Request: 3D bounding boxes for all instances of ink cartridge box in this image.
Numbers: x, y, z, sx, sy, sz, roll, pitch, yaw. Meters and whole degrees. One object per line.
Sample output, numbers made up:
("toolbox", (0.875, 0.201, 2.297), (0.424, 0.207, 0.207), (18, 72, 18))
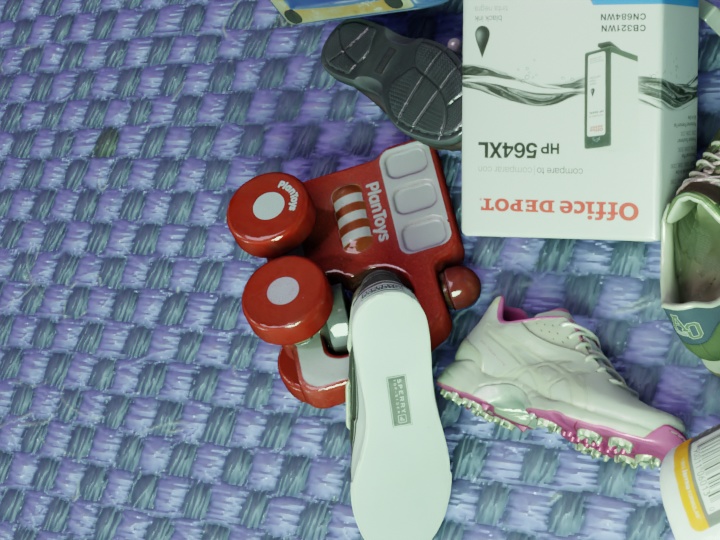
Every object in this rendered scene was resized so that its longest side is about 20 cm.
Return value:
("ink cartridge box", (0.148, -0.121, 1.213), (0.145, 0.084, 0.202), (2, 95, 26))

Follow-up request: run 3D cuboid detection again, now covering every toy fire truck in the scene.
("toy fire truck", (0.000, 0.000, 1.339), (0.167, 0.112, 0.201), (-18, 52, 6))

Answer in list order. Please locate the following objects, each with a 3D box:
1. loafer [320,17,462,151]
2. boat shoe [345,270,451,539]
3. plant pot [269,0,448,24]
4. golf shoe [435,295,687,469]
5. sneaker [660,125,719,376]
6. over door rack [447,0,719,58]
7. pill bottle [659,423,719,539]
("loafer", (0.045, -0.140, 1.387), (0.072, 0.063, 0.200), (-53, 42, 2))
("boat shoe", (0.025, 0.100, 1.249), (0.064, 0.070, 0.202), (-108, 16, -73))
("plant pot", (-0.006, -0.308, 1.403), (0.199, 0.200, 0.181), (0, 51, 41))
("golf shoe", (0.140, 0.071, 1.201), (0.199, 0.075, 0.092), (17, 76, 42))
("sneaker", (0.238, -0.040, 1.162), (0.067, 0.090, 0.202), (-2, 67, 40))
("over door rack", (0.161, -0.176, 1.315), (0.148, 0.066, 0.200), (-50, 46, 8))
("pill bottle", (0.282, 0.114, 1.029), (0.199, 0.116, 0.117), (-31, 51, 23))
